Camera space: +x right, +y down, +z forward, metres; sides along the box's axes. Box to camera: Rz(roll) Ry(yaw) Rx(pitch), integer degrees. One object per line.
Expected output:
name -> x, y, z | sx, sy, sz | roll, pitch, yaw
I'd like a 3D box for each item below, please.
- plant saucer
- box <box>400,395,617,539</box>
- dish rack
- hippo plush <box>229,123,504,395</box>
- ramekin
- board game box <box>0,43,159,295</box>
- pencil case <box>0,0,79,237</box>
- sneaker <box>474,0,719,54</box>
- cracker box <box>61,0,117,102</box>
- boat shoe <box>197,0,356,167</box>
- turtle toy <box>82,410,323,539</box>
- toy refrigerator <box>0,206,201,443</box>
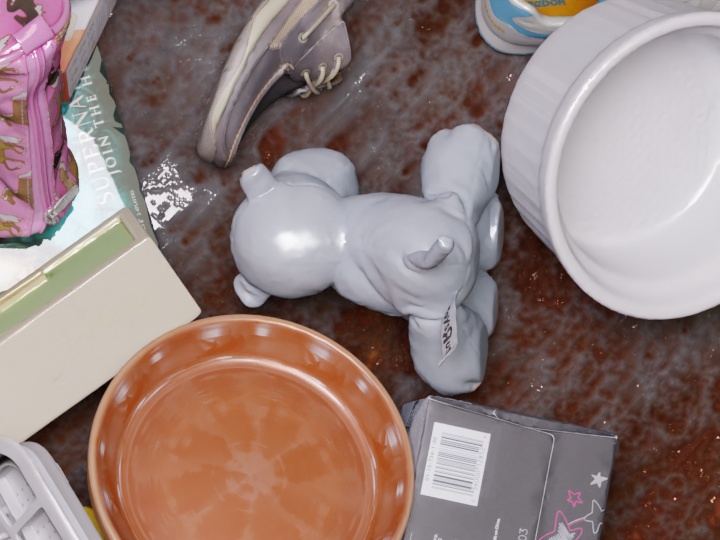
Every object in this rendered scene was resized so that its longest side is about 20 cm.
plant saucer -> -0.067, 0.122, 1.393 | 0.198, 0.032, 0.202 | 6, 61, -10
box -> 0.073, 0.191, 1.465 | 0.131, 0.115, 0.202 | 12, 82, -6
dish rack -> -0.206, 0.204, 1.396 | 0.043, 0.200, 0.172 | -20, 72, -49
hippo plush -> 0.000, 0.000, 1.461 | 0.159, 0.200, 0.161 | 4, 119, 12
ramekin -> 0.187, -0.080, 1.479 | 0.199, 0.098, 0.202 | -9, 115, -21
board game box -> -0.222, -0.090, 1.490 | 0.134, 0.028, 0.202 | -17, 88, -10
pencil case -> -0.210, -0.103, 1.377 | 0.086, 0.201, 0.083 | 12, 57, 4
sneaker -> 0.179, -0.191, 1.531 | 0.198, 0.081, 0.077 | -16, 86, -10
cracker box -> -0.207, -0.226, 1.467 | 0.133, 0.058, 0.201 | 22, 71, 2
boat shoe -> -0.038, -0.151, 1.500 | 0.073, 0.074, 0.201 | 29, 83, -4
turtle toy -> -0.118, 0.192, 1.440 | 0.145, 0.101, 0.201 | 34, 77, 7
toy refrigerator -> -0.205, 0.047, 1.438 | 0.199, 0.076, 0.070 | -36, 113, -3
